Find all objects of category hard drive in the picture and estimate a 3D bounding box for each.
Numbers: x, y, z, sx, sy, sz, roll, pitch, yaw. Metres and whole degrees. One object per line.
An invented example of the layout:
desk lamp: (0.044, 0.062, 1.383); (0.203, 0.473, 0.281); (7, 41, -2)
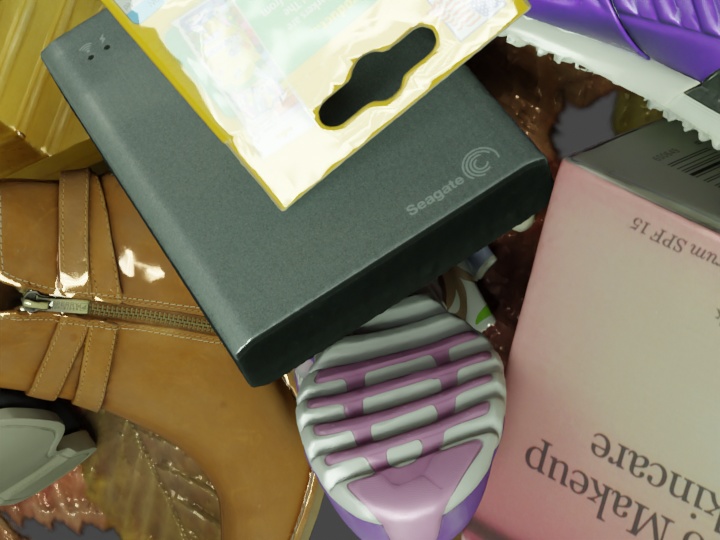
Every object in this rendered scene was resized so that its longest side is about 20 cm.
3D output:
hard drive: (-0.030, -0.059, 0.862); (0.200, 0.139, 0.033); (53, 172, 39)

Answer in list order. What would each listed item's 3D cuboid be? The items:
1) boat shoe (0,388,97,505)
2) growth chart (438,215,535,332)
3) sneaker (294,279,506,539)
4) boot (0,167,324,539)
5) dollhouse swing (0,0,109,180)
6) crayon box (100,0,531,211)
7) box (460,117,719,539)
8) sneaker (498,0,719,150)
boat shoe: (-0.177, 0.071, 1.011); (0.072, 0.200, 0.063); (-33, 81, 0)
growth chart: (0.000, 0.000, 0.961); (0.145, 0.018, 0.201); (47, 127, 17)
sneaker: (0.012, 0.057, 0.846); (0.080, 0.201, 0.089); (-9, 119, -5)
boot: (-0.092, 0.050, 0.929); (0.077, 0.154, 0.202); (-134, 46, -62)
dollhouse swing: (-0.183, -0.119, 0.979); (0.200, 0.181, 0.177); (38, 133, 22)
crayon box: (-0.046, -0.140, 0.797); (0.125, 0.052, 0.200); (-38, 102, 12)
box: (0.129, 0.059, 0.826); (0.127, 0.109, 0.202); (26, 116, 27)
sneaker: (0.115, -0.120, 0.818); (0.199, 0.069, 0.100); (31, 112, 21)
